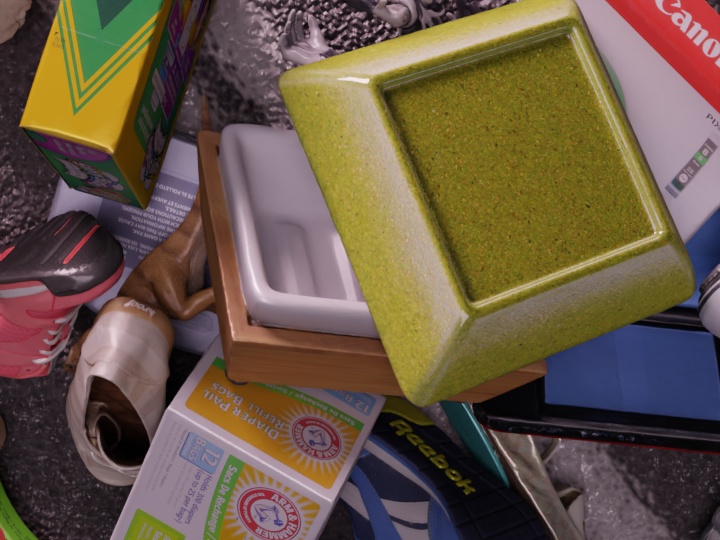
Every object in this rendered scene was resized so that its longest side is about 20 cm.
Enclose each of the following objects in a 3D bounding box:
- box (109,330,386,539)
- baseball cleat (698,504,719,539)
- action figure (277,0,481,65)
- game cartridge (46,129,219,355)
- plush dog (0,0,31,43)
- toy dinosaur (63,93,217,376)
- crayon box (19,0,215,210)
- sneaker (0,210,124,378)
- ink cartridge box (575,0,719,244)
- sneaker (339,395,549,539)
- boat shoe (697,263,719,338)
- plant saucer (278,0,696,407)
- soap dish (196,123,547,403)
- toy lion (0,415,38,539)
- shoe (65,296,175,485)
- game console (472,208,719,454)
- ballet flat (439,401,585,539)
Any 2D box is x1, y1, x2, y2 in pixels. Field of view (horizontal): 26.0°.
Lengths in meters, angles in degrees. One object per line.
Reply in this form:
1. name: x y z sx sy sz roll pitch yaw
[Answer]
1. box: -0.079 0.145 0.943 0.112 0.102 0.201 28 126 3
2. baseball cleat: 0.317 0.215 1.031 0.199 0.070 0.107 32 107 6
3. action figure: 0.016 -0.160 0.954 0.119 0.102 0.201 -41 139 -18
4. game cartridge: -0.105 -0.016 1.016 0.198 0.041 0.134 19 97 -1
5. plush dog: -0.246 -0.261 0.937 0.200 0.160 0.172 -45 69 7
6. toy dinosaur: -0.115 0.004 0.973 0.106 0.060 0.201 35 100 -2
7. crayon box: -0.130 -0.137 0.892 0.058 0.200 0.174 18 83 -1
8. sneaker: -0.204 0.024 0.984 0.199 0.074 0.087 -12 118 42
9. ink cartridge box: 0.177 -0.114 0.951 0.161 0.050 0.200 44 86 -1
10. sneaker: 0.049 0.164 0.990 0.200 0.073 0.083 44 122 36
11. boat shoe: 0.259 -0.030 0.951 0.199 0.072 0.071 -34 72 -33
12. plant saucer: 0.082 -0.053 0.863 0.198 0.048 0.202 -19 82 -22
13. soap dish: 0.000 0.000 0.920 0.198 0.158 0.082 8 136 -25
14. toy lion: -0.298 0.193 1.052 0.191 0.069 0.201 -33 97 14
15. shoe: -0.154 0.090 0.971 0.069 0.054 0.201 15 145 -1
16. game console: 0.174 0.012 0.972 0.197 0.173 0.120 5 127 2
17. ballet flat: 0.116 0.141 1.023 0.062 0.067 0.202 -28 101 -22
